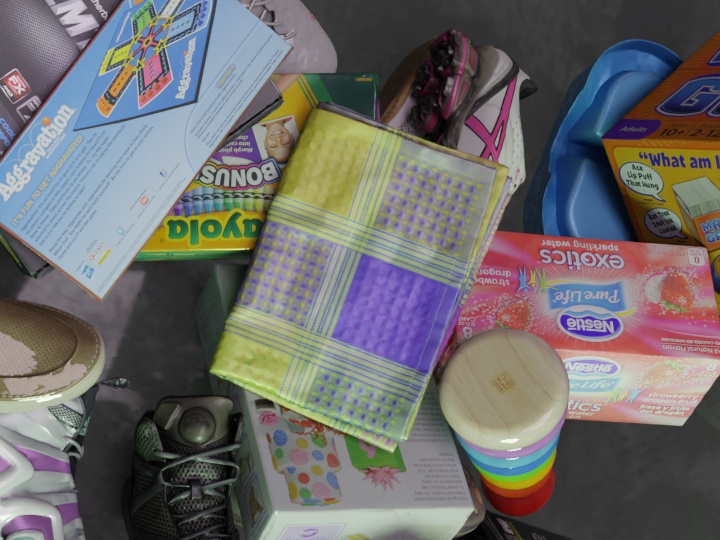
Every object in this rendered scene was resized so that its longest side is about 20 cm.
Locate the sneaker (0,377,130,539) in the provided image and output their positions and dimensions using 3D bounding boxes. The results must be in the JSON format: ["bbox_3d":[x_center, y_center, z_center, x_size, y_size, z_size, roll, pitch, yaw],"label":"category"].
[{"bbox_3d":[-0.194,0.127,1.227,0.140,0.078,0.200,-43,104,-21],"label":"sneaker"}]

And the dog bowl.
[{"bbox_3d":[0.190,-0.078,1.445,0.111,0.050,0.200,28,74,-21],"label":"dog bowl"}]

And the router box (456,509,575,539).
[{"bbox_3d":[0.154,0.253,1.317,0.150,0.200,0.062,20,105,-22],"label":"router box"}]

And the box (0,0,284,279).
[{"bbox_3d":[-0.183,-0.131,1.183,0.198,0.050,0.200,-36,101,-12],"label":"box"}]

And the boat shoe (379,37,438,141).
[{"bbox_3d":[0.024,-0.075,1.352,0.069,0.071,0.200,40,69,-15],"label":"boat shoe"}]

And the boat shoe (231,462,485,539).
[{"bbox_3d":[-0.010,0.171,1.305,0.200,0.073,0.075,9,47,-26],"label":"boat shoe"}]

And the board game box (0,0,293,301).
[{"bbox_3d":[-0.140,-0.091,1.162,0.103,0.019,0.200,39,82,-17],"label":"board game box"}]

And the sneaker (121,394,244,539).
[{"bbox_3d":[-0.107,0.152,1.187,0.076,0.200,0.114,0,120,-15],"label":"sneaker"}]

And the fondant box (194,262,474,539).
[{"bbox_3d":[-0.021,0.091,1.272,0.144,0.058,0.200,2,51,-25],"label":"fondant box"}]

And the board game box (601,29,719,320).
[{"bbox_3d":[0.339,-0.062,1.391,0.200,0.200,0.200,-41,119,-32],"label":"board game box"}]

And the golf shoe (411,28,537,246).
[{"bbox_3d":[0.077,-0.066,1.299,0.092,0.073,0.200,21,67,-22],"label":"golf shoe"}]

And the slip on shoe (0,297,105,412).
[{"bbox_3d":[-0.259,0.035,1.176,0.200,0.061,0.076,12,55,-2],"label":"slip on shoe"}]

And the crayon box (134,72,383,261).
[{"bbox_3d":[-0.086,-0.068,1.266,0.200,0.058,0.119,-1,84,-2],"label":"crayon box"}]

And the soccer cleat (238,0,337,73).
[{"bbox_3d":[-0.090,-0.196,1.300,0.200,0.085,0.069,41,70,-17],"label":"soccer cleat"}]

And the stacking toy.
[{"bbox_3d":[0.106,0.119,1.303,0.085,0.200,0.086,-4,61,7],"label":"stacking toy"}]

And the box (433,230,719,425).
[{"bbox_3d":[0.147,0.042,1.348,0.200,0.095,0.103,5,56,-12],"label":"box"}]

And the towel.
[{"bbox_3d":[0.000,0.000,1.221,0.143,0.023,0.200,23,84,0],"label":"towel"}]
